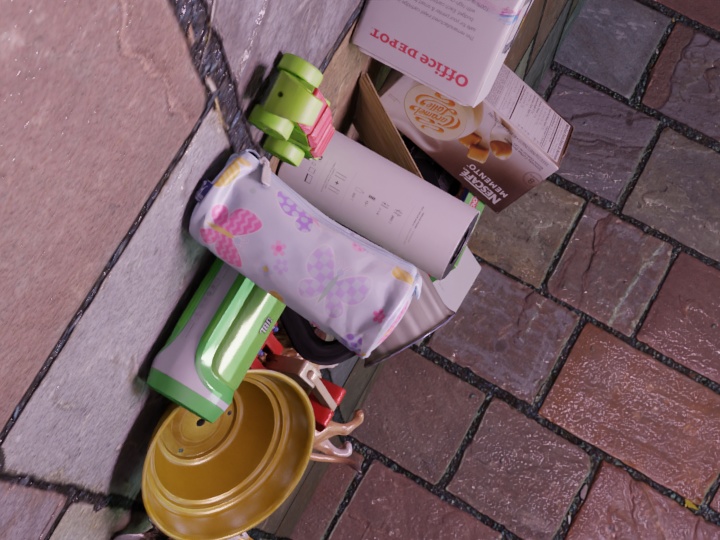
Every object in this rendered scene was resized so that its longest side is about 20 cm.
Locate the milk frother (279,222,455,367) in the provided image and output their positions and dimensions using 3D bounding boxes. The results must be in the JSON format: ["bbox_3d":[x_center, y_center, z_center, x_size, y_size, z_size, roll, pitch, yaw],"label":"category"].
[{"bbox_3d":[0.000,0.000,1.260,0.179,0.189,0.200,-28,-179,26],"label":"milk frother"}]

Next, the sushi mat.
[{"bbox_3d":[0.038,-0.116,1.217,0.012,0.201,0.096,-20,155,-15],"label":"sushi mat"}]

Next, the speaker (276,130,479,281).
[{"bbox_3d":[0.018,-0.071,1.103,0.082,0.199,0.081,-58,170,-16],"label":"speaker"}]

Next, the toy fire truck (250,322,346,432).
[{"bbox_3d":[-0.089,0.100,1.179,0.049,0.140,0.200,-58,167,-19],"label":"toy fire truck"}]

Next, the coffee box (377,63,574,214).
[{"bbox_3d":[0.128,-0.175,1.253,0.114,0.199,0.080,-35,-159,47],"label":"coffee box"}]

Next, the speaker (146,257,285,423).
[{"bbox_3d":[-0.118,0.037,1.030,0.201,0.088,0.089,-60,172,-12],"label":"speaker"}]

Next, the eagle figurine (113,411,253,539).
[{"bbox_3d":[-0.184,0.280,1.255,0.151,0.150,0.201,-39,-157,34],"label":"eagle figurine"}]

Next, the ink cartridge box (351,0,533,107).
[{"bbox_3d":[0.098,-0.288,1.083,0.201,0.147,0.086,-65,169,29],"label":"ink cartridge box"}]

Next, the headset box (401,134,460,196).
[{"bbox_3d":[0.048,-0.099,1.407,0.200,0.075,0.149,-39,-162,47],"label":"headset box"}]

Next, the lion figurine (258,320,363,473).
[{"bbox_3d":[-0.067,0.147,1.289,0.121,0.202,0.072,-5,163,-30],"label":"lion figurine"}]

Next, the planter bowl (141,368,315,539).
[{"bbox_3d":[-0.151,0.175,1.143,0.199,0.083,0.202,-17,123,-29],"label":"planter bowl"}]

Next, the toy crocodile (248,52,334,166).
[{"bbox_3d":[-0.051,-0.133,0.966,0.068,0.061,0.200,-60,172,-6],"label":"toy crocodile"}]

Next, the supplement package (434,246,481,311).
[{"bbox_3d":[0.044,0.010,1.514,0.199,0.114,0.110,-17,-153,42],"label":"supplement package"}]

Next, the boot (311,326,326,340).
[{"bbox_3d":[-0.126,0.166,1.481,0.185,0.064,0.201,-29,-153,17],"label":"boot"}]

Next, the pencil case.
[{"bbox_3d":[-0.046,-0.014,0.924,0.091,0.199,0.083,-54,178,0],"label":"pencil case"}]

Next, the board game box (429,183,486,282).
[{"bbox_3d":[0.103,-0.059,1.342,0.134,0.029,0.201,-38,-161,51],"label":"board game box"}]
